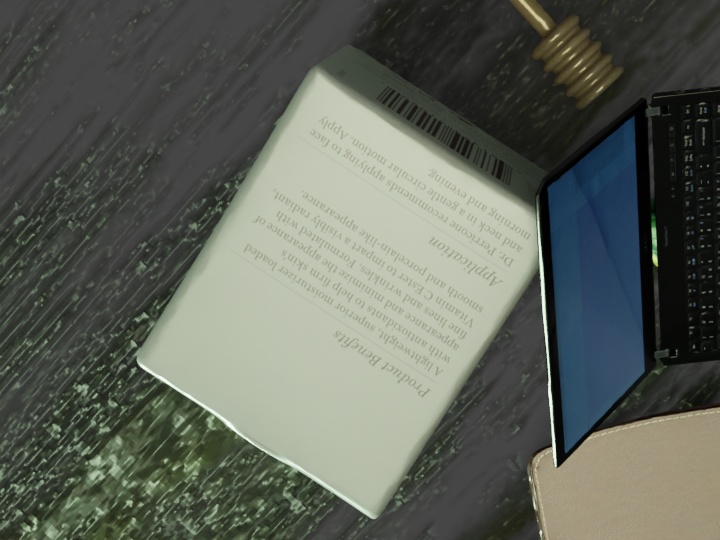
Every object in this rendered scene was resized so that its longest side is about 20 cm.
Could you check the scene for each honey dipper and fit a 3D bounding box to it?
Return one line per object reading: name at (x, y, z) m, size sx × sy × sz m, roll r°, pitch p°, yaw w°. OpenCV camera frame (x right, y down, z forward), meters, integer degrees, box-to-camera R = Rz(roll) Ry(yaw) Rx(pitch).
honey dipper at (0.079, -0.182, 1.065) m, size 0.038 × 0.038 × 0.200 m, roll -40°, pitch 93°, yaw 12°

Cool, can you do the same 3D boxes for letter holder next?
letter holder at (0.208, 0.142, 1.087) m, size 0.198 × 0.101 × 0.144 m, roll -11°, pitch 99°, yaw 8°

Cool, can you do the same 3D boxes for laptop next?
laptop at (0.196, -0.001, 0.990) m, size 0.198 × 0.104 × 0.179 m, roll -5°, pitch 119°, yaw 3°

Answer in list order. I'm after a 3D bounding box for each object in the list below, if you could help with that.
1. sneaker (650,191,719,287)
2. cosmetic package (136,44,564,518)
sneaker at (0.237, -0.077, 1.045) m, size 0.083 × 0.074 × 0.200 m, roll 36°, pitch 104°, yaw -15°
cosmetic package at (0.000, 0.000, 1.044) m, size 0.164 × 0.165 × 0.201 m, roll 33°, pitch 103°, yaw -1°
